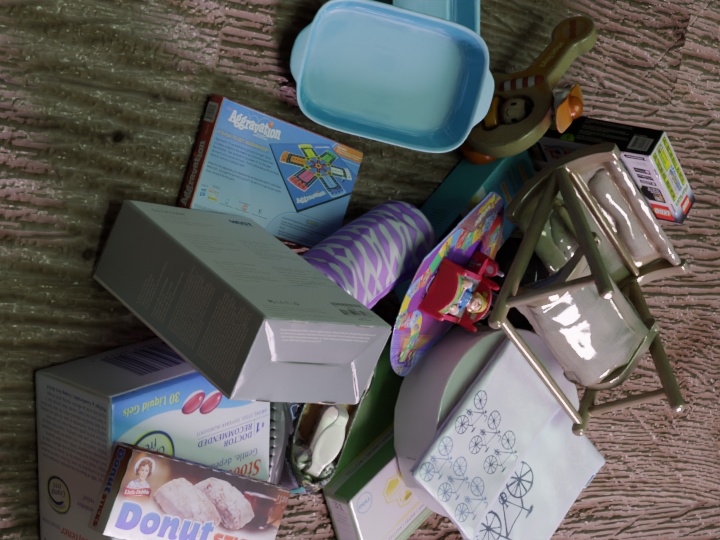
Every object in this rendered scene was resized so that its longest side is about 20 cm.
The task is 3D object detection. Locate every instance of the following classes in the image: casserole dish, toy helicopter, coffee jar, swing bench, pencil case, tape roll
[{"bbox_3d":[0.026,-0.181,1.590,0.198,0.039,0.122,12,101,-19],"label":"casserole dish"},{"bbox_3d":[0.184,-0.187,1.751,0.200,0.131,0.079,-50,134,-26],"label":"toy helicopter"},{"bbox_3d":[0.202,0.024,1.876,0.199,0.085,0.105,10,95,-49],"label":"coffee jar"},{"bbox_3d":[0.062,-0.239,1.656,0.120,0.039,0.202,-18,114,-41],"label":"casserole dish"},{"bbox_3d":[0.232,0.019,1.721,0.199,0.129,0.201,51,35,-38],"label":"swing bench"},{"bbox_3d":[0.000,0.000,1.599,0.200,0.085,0.084,-39,159,-54],"label":"pencil case"},{"bbox_3d":[0.129,0.158,1.763,0.201,0.070,0.205,-2,94,-38],"label":"tape roll"}]

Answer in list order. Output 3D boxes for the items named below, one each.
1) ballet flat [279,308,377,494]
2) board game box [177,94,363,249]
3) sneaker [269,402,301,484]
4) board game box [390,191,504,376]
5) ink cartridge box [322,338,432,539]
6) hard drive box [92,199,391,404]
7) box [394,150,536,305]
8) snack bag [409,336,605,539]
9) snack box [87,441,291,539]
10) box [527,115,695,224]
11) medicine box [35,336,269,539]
[{"bbox_3d":[-0.021,0.122,1.652,0.072,0.072,0.202,35,73,-48],"label":"ballet flat"},{"bbox_3d":[-0.078,-0.084,1.571,0.199,0.019,0.104,18,90,-50],"label":"board game box"},{"bbox_3d":[-0.075,0.120,1.598,0.081,0.073,0.202,-1,103,-47],"label":"sneaker"},{"bbox_3d":[0.101,0.020,1.684,0.200,0.039,0.159,-44,153,-38],"label":"board game box"},{"bbox_3d":[0.019,0.183,1.749,0.145,0.048,0.201,-40,132,-33],"label":"ink cartridge box"},{"bbox_3d":[-0.099,0.026,1.436,0.155,0.200,0.077,8,113,-48],"label":"hard drive box"},{"bbox_3d":[0.105,-0.046,1.770,0.200,0.049,0.083,-50,134,-26],"label":"box"},{"bbox_3d":[0.152,0.197,1.724,0.189,0.021,0.201,-51,120,-25],"label":"snack bag"},{"bbox_3d":[-0.138,0.196,1.431,0.199,0.024,0.073,24,85,-49],"label":"snack box"},{"bbox_3d":[0.237,-0.111,1.785,0.035,0.199,0.110,-56,137,-21],"label":"box"},{"bbox_3d":[-0.174,0.169,1.480,0.181,0.102,0.202,-16,113,-45],"label":"medicine box"}]
